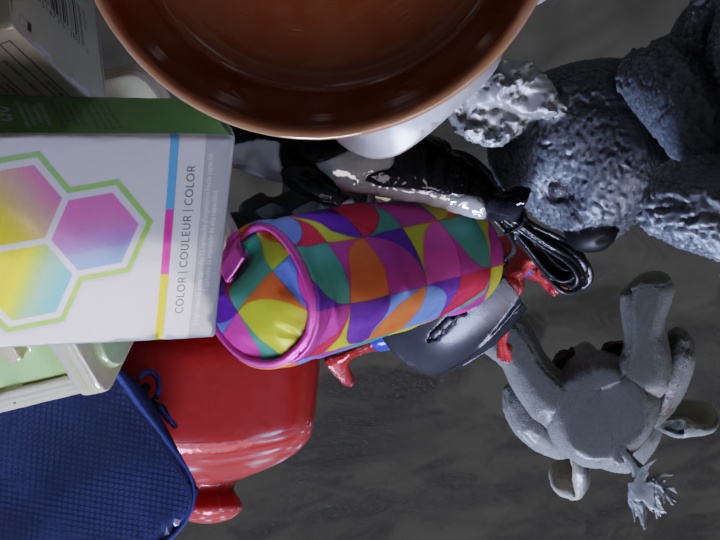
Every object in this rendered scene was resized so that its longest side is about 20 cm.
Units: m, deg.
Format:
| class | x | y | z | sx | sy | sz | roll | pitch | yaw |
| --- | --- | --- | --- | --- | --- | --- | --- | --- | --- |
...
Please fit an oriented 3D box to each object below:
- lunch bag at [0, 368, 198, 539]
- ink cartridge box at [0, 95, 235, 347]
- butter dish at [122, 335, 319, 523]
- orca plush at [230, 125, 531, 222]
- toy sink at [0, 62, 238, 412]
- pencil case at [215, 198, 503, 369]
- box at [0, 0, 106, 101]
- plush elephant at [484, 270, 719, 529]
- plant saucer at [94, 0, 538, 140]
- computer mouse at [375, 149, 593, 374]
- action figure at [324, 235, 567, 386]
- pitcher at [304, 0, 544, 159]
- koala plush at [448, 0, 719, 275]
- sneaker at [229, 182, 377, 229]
| class | x | y | z | sx | sy | sz | roll | pitch | yaw |
| --- | --- | --- | --- | --- | --- | --- | --- | --- | --- |
| lunch bag | -0.198 | 0.126 | 0.909 | 0.200 | 0.136 | 0.132 | -35 | -168 | -14 |
| ink cartridge box | -0.163 | -0.023 | 0.694 | 0.199 | 0.059 | 0.104 | -1 | 114 | -21 |
| butter dish | -0.111 | 0.103 | 1.064 | 0.198 | 0.149 | 0.200 | -4 | 172 | -16 |
| orca plush | 0.003 | -0.080 | 0.855 | 0.199 | 0.105 | 0.071 | 19 | 112 | 7 |
| toy sink | -0.184 | -0.007 | 0.809 | 0.199 | 0.112 | 0.131 | -13 | 121 | 21 |
| pencil case | 0.000 | 0.000 | 0.868 | 0.088 | 0.089 | 0.200 | -31 | 170 | 35 |
| box | -0.234 | -0.093 | 0.738 | 0.199 | 0.078 | 0.095 | -18 | 153 | 13 |
| plush elephant | 0.203 | 0.110 | 1.247 | 0.164 | 0.201 | 0.155 | -22 | 171 | 5 |
| plant saucer | -0.017 | -0.153 | 0.600 | 0.199 | 0.201 | 0.032 | -17 | -176 | 11 |
| computer mouse | 0.047 | 0.004 | 1.014 | 0.140 | 0.046 | 0.200 | 43 | 141 | -9 |
| action figure | 0.080 | 0.038 | 1.131 | 0.199 | 0.066 | 0.099 | -28 | 131 | 30 |
| pitcher | 0.030 | -0.145 | 0.721 | 0.171 | 0.122 | 0.200 | -34 | 162 | 3 |
| koala plush | 0.163 | -0.078 | 0.878 | 0.199 | 0.185 | 0.177 | -2 | 167 | 32 |
| sneaker | -0.071 | 0.008 | 0.930 | 0.199 | 0.074 | 0.089 | -22 | 124 | -17 |
